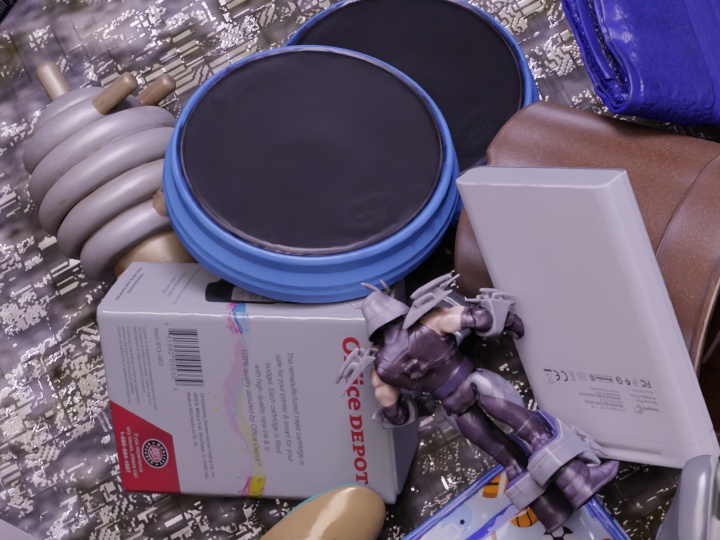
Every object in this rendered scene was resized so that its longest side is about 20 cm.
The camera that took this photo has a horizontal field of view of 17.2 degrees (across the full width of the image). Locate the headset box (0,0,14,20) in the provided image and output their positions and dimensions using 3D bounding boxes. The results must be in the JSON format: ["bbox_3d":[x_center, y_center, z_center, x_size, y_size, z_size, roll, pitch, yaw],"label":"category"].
[{"bbox_3d":[-0.370,-0.224,1.830,0.174,0.093,0.200,32,84,20],"label":"headset box"}]

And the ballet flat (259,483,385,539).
[{"bbox_3d":[-0.058,0.221,1.614,0.200,0.069,0.063,-39,29,22],"label":"ballet flat"}]

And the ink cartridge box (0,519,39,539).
[{"bbox_3d":[-0.302,0.204,1.676,0.200,0.116,0.068,6,75,15],"label":"ink cartridge box"}]

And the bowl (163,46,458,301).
[{"bbox_3d":[-0.033,-0.071,1.609,0.201,0.039,0.201,1,54,-1],"label":"bowl"}]

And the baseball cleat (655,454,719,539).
[{"bbox_3d":[0.176,0.206,1.480,0.106,0.070,0.200,8,105,15],"label":"baseball cleat"}]

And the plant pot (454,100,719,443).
[{"bbox_3d":[0.183,-0.015,1.586,0.198,0.200,0.200,23,81,27],"label":"plant pot"}]

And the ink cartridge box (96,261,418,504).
[{"bbox_3d":[-0.067,0.076,1.636,0.200,0.083,0.146,2,116,14],"label":"ink cartridge box"}]

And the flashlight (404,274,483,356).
[{"bbox_3d":[0.000,0.000,1.690,0.200,0.068,0.068,34,51,16],"label":"flashlight"}]

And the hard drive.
[{"bbox_3d":[0.142,0.029,1.493,0.027,0.200,0.132,-36,25,-34],"label":"hard drive"}]

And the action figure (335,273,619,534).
[{"bbox_3d":[0.070,0.080,1.525,0.200,0.069,0.130,44,131,-1],"label":"action figure"}]

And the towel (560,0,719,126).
[{"bbox_3d":[0.232,-0.150,1.613,0.200,0.050,0.148,6,55,-29],"label":"towel"}]

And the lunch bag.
[{"bbox_3d":[0.088,0.223,1.595,0.200,0.076,0.160,-36,67,1],"label":"lunch bag"}]

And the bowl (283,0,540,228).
[{"bbox_3d":[0.028,-0.117,1.694,0.201,0.039,0.201,-2,58,3],"label":"bowl"}]

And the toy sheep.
[{"bbox_3d":[-0.176,-0.069,1.717,0.138,0.138,0.200,-31,73,4],"label":"toy sheep"}]
